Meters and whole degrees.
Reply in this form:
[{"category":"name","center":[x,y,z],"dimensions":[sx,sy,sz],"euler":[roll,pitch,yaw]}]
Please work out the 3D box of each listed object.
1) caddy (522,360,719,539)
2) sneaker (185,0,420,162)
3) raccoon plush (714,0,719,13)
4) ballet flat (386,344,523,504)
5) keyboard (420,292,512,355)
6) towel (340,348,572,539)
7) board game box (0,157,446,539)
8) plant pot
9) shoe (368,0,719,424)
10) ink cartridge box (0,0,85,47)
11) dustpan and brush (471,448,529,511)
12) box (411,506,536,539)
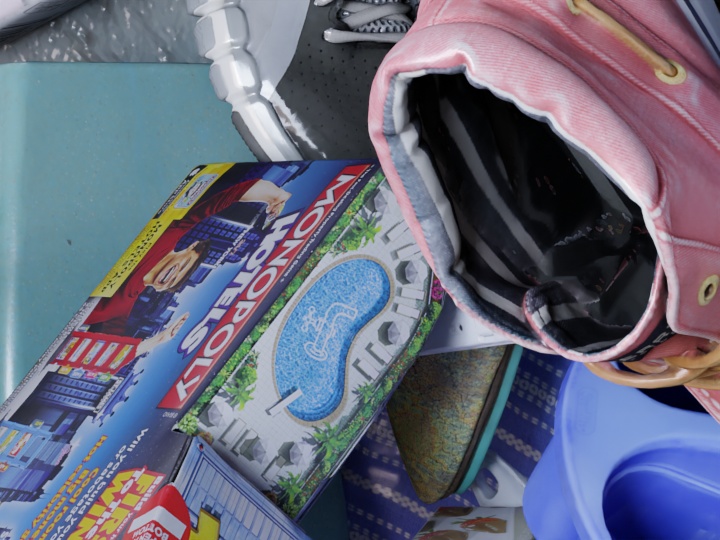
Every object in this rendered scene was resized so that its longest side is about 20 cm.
[{"category":"caddy","center":[0.134,0.085,0.775],"dimensions":[0.200,0.142,0.105],"euler":[21,134,-12]},{"category":"sneaker","center":[-0.001,-0.120,0.911],"dimensions":[0.115,0.075,0.200],"euler":[-31,74,38]},{"category":"raccoon plush","center":[0.074,-0.098,0.750],"dimensions":[0.134,0.097,0.200],"euler":[-26,71,19]},{"category":"ballet flat","center":[0.033,-0.029,0.884],"dimensions":[0.071,0.071,0.200],"euler":[27,102,34]},{"category":"keyboard","center":[0.000,0.000,0.868],"dimensions":[0.200,0.011,0.056],"euler":[-12,90,66]},{"category":"towel","center":[0.049,0.072,0.956],"dimensions":[0.145,0.024,0.200],"euler":[30,119,32]},{"category":"board game box","center":[-0.051,0.062,0.809],"dimensions":[0.062,0.200,0.200],"euler":[43,166,-20]},{"category":"plant pot","center":[-0.099,0.030,0.991],"dimensions":[0.141,0.141,0.200],"euler":[-2,91,52]},{"category":"shoe","center":[0.074,0.005,0.660],"dimensions":[0.071,0.091,0.200],"euler":[-21,115,36]},{"category":"ink cartridge box","center":[-0.137,-0.189,1.023],"dimensions":[0.162,0.057,0.200],"euler":[-20,92,52]},{"category":"dustpan and brush","center":[0.103,0.133,0.893],"dimensions":[0.140,0.057,0.200],"euler":[-47,68,33]},{"category":"box","center":[0.022,0.106,0.797],"dimensions":[0.039,0.200,0.042],"euler":[-1,98,13]}]
